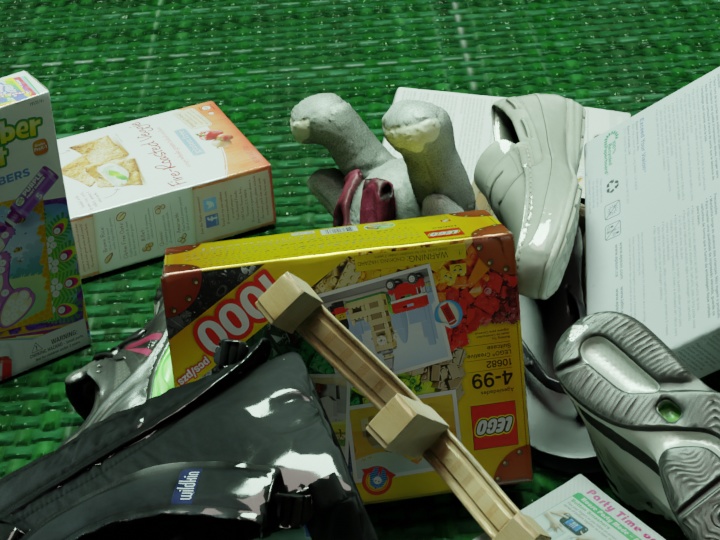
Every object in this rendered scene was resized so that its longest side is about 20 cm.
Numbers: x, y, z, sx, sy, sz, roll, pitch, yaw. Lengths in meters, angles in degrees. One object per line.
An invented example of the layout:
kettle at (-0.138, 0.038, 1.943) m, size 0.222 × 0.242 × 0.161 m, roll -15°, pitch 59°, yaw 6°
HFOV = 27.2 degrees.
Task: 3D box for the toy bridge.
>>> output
toy bridge at (0.026, 0.082, 0.775) m, size 0.027 × 0.067 × 0.200 m, roll -46°, pitch 68°, yaw 4°

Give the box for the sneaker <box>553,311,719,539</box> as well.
sneaker at (0.189, 0.115, 0.806) m, size 0.075 × 0.116 × 0.201 m, roll -37°, pitch 54°, yaw -5°

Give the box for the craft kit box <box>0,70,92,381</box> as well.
craft kit box at (-0.281, -0.005, 0.955) m, size 0.199 × 0.199 × 0.048 m, roll -24°, pitch 36°, yaw -27°

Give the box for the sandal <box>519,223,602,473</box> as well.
sandal at (0.119, 0.038, 0.945) m, size 0.075 × 0.043 × 0.202 m, roll -12°, pitch 52°, yaw 5°

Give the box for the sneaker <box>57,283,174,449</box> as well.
sneaker at (-0.143, 0.063, 0.948) m, size 0.083 × 0.077 × 0.201 m, roll 5°, pitch 32°, yaw 6°

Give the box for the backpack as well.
backpack at (-0.096, 0.140, 0.752) m, size 0.198 × 0.127 × 0.167 m, roll -24°, pitch 26°, yaw -3°

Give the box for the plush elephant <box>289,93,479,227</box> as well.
plush elephant at (0.000, 0.000, 0.975) m, size 0.155 × 0.201 × 0.164 m, roll -45°, pitch 33°, yaw -17°

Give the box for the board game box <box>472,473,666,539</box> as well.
board game box at (0.084, 0.199, 0.724) m, size 0.199 × 0.065 × 0.147 m, roll -25°, pitch 39°, yaw -27°

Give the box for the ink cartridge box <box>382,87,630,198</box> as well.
ink cartridge box at (0.115, -0.085, 1.193) m, size 0.198 × 0.051 × 0.163 m, roll 9°, pitch 33°, yaw 4°

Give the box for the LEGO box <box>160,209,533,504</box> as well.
LEGO box at (-0.009, 0.055, 0.866) m, size 0.198 × 0.151 × 0.077 m, roll -7°, pitch 12°, yaw -5°

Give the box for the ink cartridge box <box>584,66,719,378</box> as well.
ink cartridge box at (0.220, -0.038, 0.889) m, size 0.199 × 0.043 × 0.198 m, roll -29°, pitch 41°, yaw 37°

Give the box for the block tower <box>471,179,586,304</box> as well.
block tower at (0.157, -0.012, 1.037) m, size 0.054 × 0.058 × 0.199 m, roll 7°, pitch 19°, yaw -45°

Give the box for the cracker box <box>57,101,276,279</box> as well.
cracker box at (-0.182, -0.062, 1.164) m, size 0.198 × 0.058 × 0.134 m, roll -18°, pitch 35°, yaw -20°

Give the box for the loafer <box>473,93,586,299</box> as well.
loafer at (0.106, -0.052, 0.965) m, size 0.069 × 0.070 × 0.201 m, roll 10°, pitch 34°, yaw 2°
